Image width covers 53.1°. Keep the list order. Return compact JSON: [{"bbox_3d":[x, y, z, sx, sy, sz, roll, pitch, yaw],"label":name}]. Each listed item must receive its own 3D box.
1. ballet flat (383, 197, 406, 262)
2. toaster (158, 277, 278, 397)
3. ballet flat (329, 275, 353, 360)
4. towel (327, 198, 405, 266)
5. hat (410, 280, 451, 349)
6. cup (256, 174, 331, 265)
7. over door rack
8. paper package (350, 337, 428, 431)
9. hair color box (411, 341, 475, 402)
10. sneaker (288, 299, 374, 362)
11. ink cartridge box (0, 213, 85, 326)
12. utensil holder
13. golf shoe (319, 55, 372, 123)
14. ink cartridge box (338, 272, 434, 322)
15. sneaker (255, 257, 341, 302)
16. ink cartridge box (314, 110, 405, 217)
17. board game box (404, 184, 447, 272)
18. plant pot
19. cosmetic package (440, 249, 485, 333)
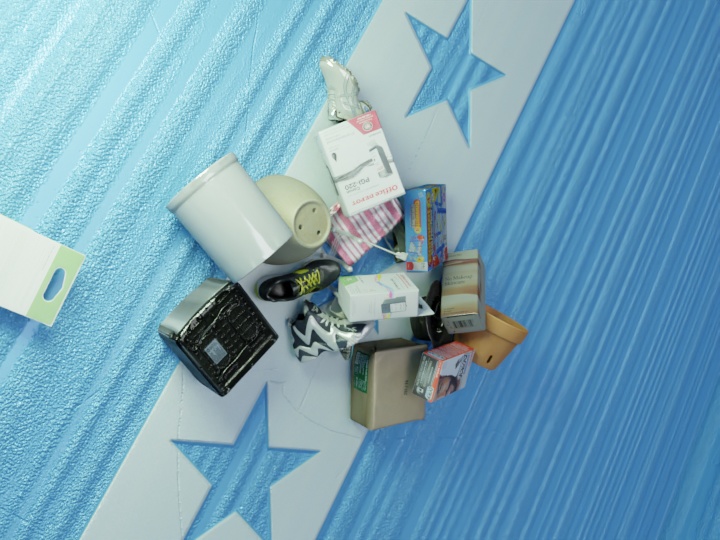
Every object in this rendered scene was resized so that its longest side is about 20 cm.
[{"bbox_3d":[0.082,-0.112,1.792,0.063,0.067,0.202,-20,108,-6],"label":"ballet flat"},{"bbox_3d":[-0.297,0.127,1.481,0.181,0.118,0.201,-48,122,-24],"label":"toaster"},{"bbox_3d":[-0.042,0.110,1.729,0.074,0.068,0.203,14,81,-17],"label":"ballet flat"},{"bbox_3d":[0.006,-0.120,1.707,0.200,0.030,0.147,-41,118,-4],"label":"towel"},{"bbox_3d":[0.174,0.128,1.875,0.200,0.080,0.203,-4,90,-66],"label":"hat"},{"bbox_3d":[-0.143,-0.104,1.558,0.199,0.143,0.203,-7,101,-38],"label":"cup"},{"bbox_3d":[0.000,0.000,1.666,0.198,0.067,0.149,20,102,-7],"label":"over door rack"},{"bbox_3d":[0.071,0.282,1.811,0.189,0.103,0.203,-3,99,-39],"label":"paper package"},{"bbox_3d":[0.212,0.252,1.815,0.199,0.063,0.112,-6,114,-57],"label":"hair color box"},{"bbox_3d":[-0.076,0.116,1.650,0.197,0.080,0.131,-21,102,11],"label":"sneaker"},{"bbox_3d":[-0.607,-0.007,1.258,0.199,0.048,0.147,31,77,-38],"label":"ink cartridge box"},{"bbox_3d":[-0.253,-0.100,1.415,0.170,0.170,0.201,-42,99,-26],"label":"utensil holder"},{"bbox_3d":[-0.046,-0.390,1.644,0.097,0.078,0.201,-47,121,-17],"label":"golf shoe"},{"bbox_3d":[0.058,0.056,1.608,0.197,0.117,0.068,-4,111,-14],"label":"ink cartridge box"},{"bbox_3d":[-0.131,0.032,1.591,0.198,0.085,0.075,-20,107,-12],"label":"sneaker"},{"bbox_3d":[-0.002,-0.238,1.622,0.144,0.085,0.202,-22,100,-7],"label":"ink cartridge box"},{"bbox_3d":[0.166,-0.110,1.805,0.196,0.055,0.203,-27,117,-67],"label":"board game box"},{"bbox_3d":[0.340,0.178,1.968,0.199,0.200,0.141,21,100,-38],"label":"plant pot"},{"bbox_3d":[0.268,0.054,1.876,0.088,0.102,0.202,58,30,-48],"label":"cosmetic package"}]
